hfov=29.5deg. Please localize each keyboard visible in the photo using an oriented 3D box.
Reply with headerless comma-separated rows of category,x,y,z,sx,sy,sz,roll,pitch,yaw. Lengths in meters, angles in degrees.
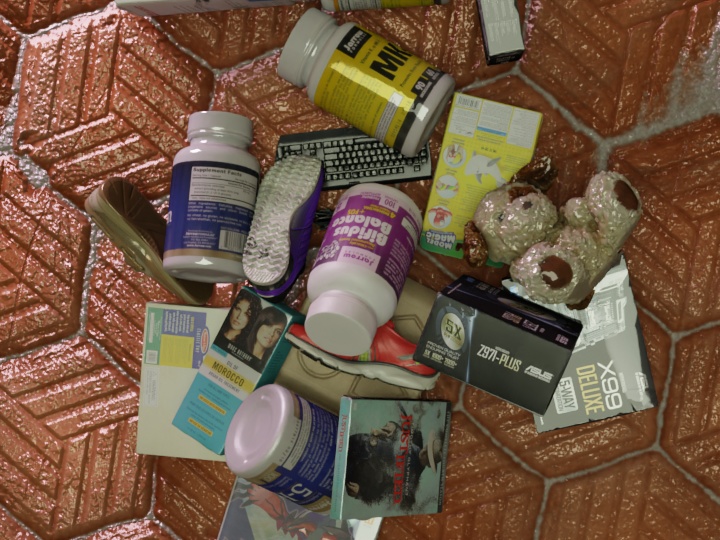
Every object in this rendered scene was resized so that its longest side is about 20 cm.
keyboard,-0.008,-0.119,1.743,0.199,0.021,0.128,-6,94,6

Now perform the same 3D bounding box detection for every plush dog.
plush dog,0.216,-0.040,1.644,0.172,0.161,0.200,36,66,18

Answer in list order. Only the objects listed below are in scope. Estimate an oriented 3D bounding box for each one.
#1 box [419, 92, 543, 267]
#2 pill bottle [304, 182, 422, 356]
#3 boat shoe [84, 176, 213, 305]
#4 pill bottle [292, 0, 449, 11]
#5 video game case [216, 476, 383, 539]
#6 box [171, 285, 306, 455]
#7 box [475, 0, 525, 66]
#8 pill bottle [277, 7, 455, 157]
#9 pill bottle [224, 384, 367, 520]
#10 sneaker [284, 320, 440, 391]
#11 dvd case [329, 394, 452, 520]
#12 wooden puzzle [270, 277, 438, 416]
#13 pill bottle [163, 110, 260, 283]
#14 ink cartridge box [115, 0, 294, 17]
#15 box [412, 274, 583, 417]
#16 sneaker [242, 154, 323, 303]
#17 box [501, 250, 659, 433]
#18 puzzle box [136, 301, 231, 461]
box,0.149,-0.112,1.718,0.117,0.048,0.201,14,93,2
pill bottle,0.000,0.000,1.650,0.112,0.112,0.201,17,53,3
boat shoe,-0.269,-0.031,1.753,0.200,0.071,0.064,50,131,-8
pill bottle,0.012,-0.375,1.676,0.199,0.109,0.110,-2,94,5
video game case,-0.088,0.365,1.784,0.199,0.023,0.183,18,95,3
box,-0.153,0.126,1.722,0.082,0.049,0.201,30,96,19
box,0.156,-0.352,1.641,0.043,0.160,0.201,-10,93,5
pill bottle,0.005,-0.234,1.682,0.199,0.114,0.115,30,96,6
pill bottle,-0.056,0.232,1.686,0.200,0.120,0.120,31,97,-31
sneaker,0.006,0.089,1.695,0.199,0.077,0.085,15,86,-8
dvd case,0.041,0.229,1.683,0.022,0.200,0.147,3,86,40
wooden puzzle,0.005,0.093,1.748,0.185,0.046,0.201,27,91,2
pill bottle,-0.182,-0.091,1.703,0.110,0.111,0.201,4,79,4
ink cartridge box,-0.188,-0.363,1.674,0.199,0.146,0.086,-2,96,5
box,0.165,0.083,1.605,0.163,0.200,0.086,24,101,10
sneaker,-0.093,-0.047,1.705,0.069,0.100,0.201,10,60,17
box,0.275,0.089,1.720,0.157,0.050,0.201,-13,93,6
puzzle box,-0.218,0.143,1.776,0.132,0.025,0.201,5,95,4
